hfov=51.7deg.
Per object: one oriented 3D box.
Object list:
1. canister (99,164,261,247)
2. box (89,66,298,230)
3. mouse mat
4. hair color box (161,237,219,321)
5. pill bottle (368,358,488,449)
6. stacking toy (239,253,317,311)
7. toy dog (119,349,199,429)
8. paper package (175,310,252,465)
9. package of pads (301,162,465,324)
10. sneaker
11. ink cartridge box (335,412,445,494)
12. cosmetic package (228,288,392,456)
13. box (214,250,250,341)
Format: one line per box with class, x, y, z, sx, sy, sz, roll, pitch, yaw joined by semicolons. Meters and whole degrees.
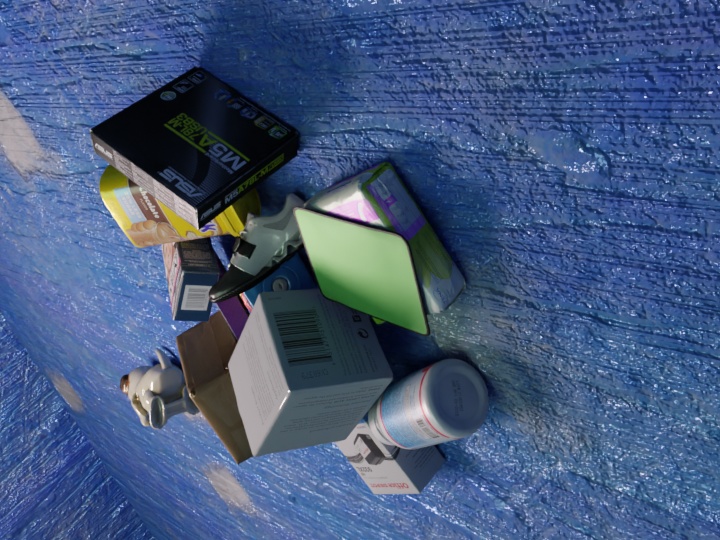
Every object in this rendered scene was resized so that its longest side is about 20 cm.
canister;-0.270;-0.110;1.115;0.198;0.087;0.149;-7;134;18
box;-0.216;-0.169;0.984;0.199;0.193;0.048;36;144;18
mouse mat;0.000;0.000;0.961;0.199;0.008;0.162;19;138;39
hair color box;-0.282;-0.018;1.217;0.200;0.060;0.101;-115;37;-48
pill bottle;0.092;0.204;1.095;0.109;0.109;0.200;50;147;-4
stacking toy;-0.165;0.021;1.225;0.117;0.109;0.200;60;159;-15
toy dog;-0.523;0.296;1.858;0.199;0.139;0.195;-2;110;49
paper package;-0.230;0.205;1.315;0.191;0.103;0.201;55;171;54
package of pads;0.031;-0.030;0.963;0.154;0.068;0.201;-14;114;55
sneaker;-0.151;-0.034;1.080;0.089;0.200;0.074;52;-179;2
ink cartridge box;0.027;0.280;1.267;0.201;0.084;0.145;54;145;-9
cosmetic package;-0.082;0.150;1.109;0.200;0.164;0.166;-59;44;46
box;-0.220;0.073;1.312;0.137;0.039;0.201;50;166;56
